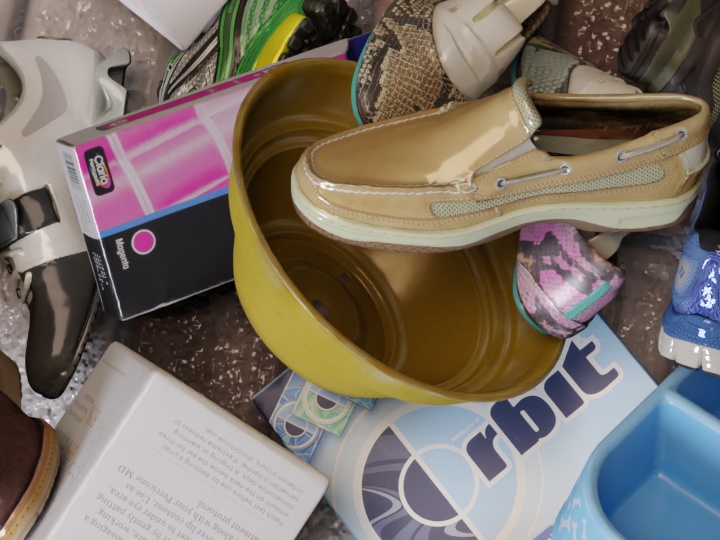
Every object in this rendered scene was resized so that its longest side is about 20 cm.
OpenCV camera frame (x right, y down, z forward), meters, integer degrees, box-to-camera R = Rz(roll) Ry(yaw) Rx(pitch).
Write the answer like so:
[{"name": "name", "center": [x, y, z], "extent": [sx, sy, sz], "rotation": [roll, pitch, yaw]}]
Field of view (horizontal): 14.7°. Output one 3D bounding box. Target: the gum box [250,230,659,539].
[{"name": "gum box", "center": [0.070, 0.091, 1.426], "extent": [0.170, 0.045, 0.200], "rotation": [-39, 70, 2]}]

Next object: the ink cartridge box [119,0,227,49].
[{"name": "ink cartridge box", "center": [-0.090, -0.239, 1.503], "extent": [0.200, 0.084, 0.146], "rotation": [-50, 45, 0]}]

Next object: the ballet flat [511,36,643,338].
[{"name": "ballet flat", "center": [0.115, -0.052, 1.403], "extent": [0.071, 0.069, 0.200], "rotation": [-29, 36, 29]}]

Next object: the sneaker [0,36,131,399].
[{"name": "sneaker", "center": [-0.177, -0.030, 1.489], "extent": [0.088, 0.074, 0.201], "rotation": [10, 68, -18]}]

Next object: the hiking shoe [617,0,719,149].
[{"name": "hiking shoe", "center": [0.224, -0.145, 1.442], "extent": [0.101, 0.076, 0.200], "rotation": [45, 81, -7]}]

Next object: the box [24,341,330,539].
[{"name": "box", "center": [-0.124, 0.151, 1.388], "extent": [0.106, 0.152, 0.200], "rotation": [34, 86, -13]}]

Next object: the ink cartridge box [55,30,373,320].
[{"name": "ink cartridge box", "center": [-0.050, -0.053, 1.434], "extent": [0.200, 0.037, 0.095], "rotation": [-21, 107, -20]}]

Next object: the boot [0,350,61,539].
[{"name": "boot", "center": [-0.238, 0.059, 1.382], "extent": [0.166, 0.200, 0.072], "rotation": [30, 104, -24]}]

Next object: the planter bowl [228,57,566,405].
[{"name": "planter bowl", "center": [0.000, 0.000, 1.377], "extent": [0.083, 0.200, 0.201], "rotation": [-45, 66, 38]}]

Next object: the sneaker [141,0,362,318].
[{"name": "sneaker", "center": [-0.078, -0.065, 1.496], "extent": [0.085, 0.078, 0.200], "rotation": [27, 84, 37]}]

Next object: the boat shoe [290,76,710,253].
[{"name": "boat shoe", "center": [0.067, -0.060, 1.307], "extent": [0.199, 0.076, 0.072], "rotation": [-7, 51, -14]}]

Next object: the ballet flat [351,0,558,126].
[{"name": "ballet flat", "center": [0.057, -0.123, 1.409], "extent": [0.075, 0.200, 0.068], "rotation": [-21, 104, 27]}]

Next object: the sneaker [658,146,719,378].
[{"name": "sneaker", "center": [0.208, -0.024, 1.354], "extent": [0.078, 0.200, 0.089], "rotation": [17, 121, 20]}]

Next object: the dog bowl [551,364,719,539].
[{"name": "dog bowl", "center": [0.176, 0.093, 1.331], "extent": [0.111, 0.050, 0.200], "rotation": [33, 53, 25]}]
